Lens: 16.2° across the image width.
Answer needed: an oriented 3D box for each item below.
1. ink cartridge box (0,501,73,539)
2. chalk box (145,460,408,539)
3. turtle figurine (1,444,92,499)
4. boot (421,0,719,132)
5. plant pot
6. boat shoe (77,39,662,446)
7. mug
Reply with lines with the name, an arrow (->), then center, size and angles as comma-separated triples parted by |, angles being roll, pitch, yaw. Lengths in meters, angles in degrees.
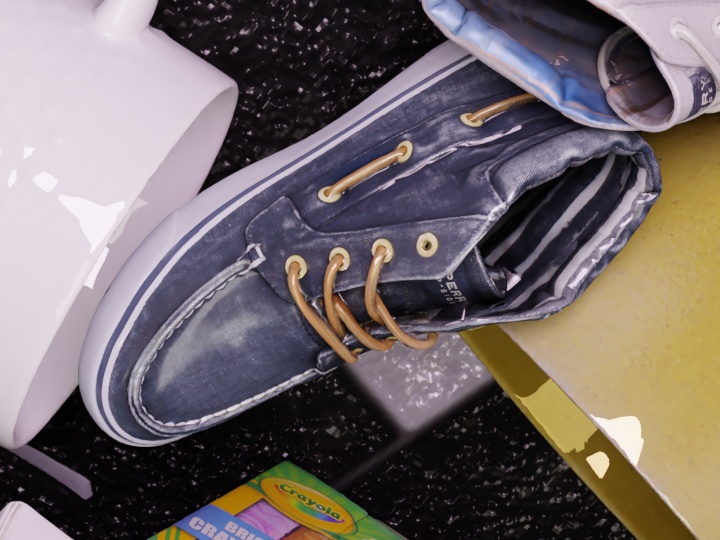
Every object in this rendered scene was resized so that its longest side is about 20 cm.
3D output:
ink cartridge box -> -0.124, 0.198, 0.847 | 0.146, 0.083, 0.200 | 38, 118, -12
chalk box -> -0.030, 0.166, 0.978 | 0.124, 0.200, 0.125 | 33, 114, 17
turtle figurine -> -0.185, 0.093, 0.928 | 0.199, 0.194, 0.144 | 32, 74, 13
boot -> 0.114, -0.065, 0.792 | 0.199, 0.096, 0.074 | 24, 131, 7
plant pot -> 0.136, 0.023, 0.907 | 0.142, 0.200, 0.200 | -41, 114, -4
boat shoe -> 0.000, 0.000, 0.817 | 0.200, 0.091, 0.071 | -38, 127, -2
mug -> -0.141, -0.068, 0.850 | 0.175, 0.148, 0.201 | 32, 113, 3
